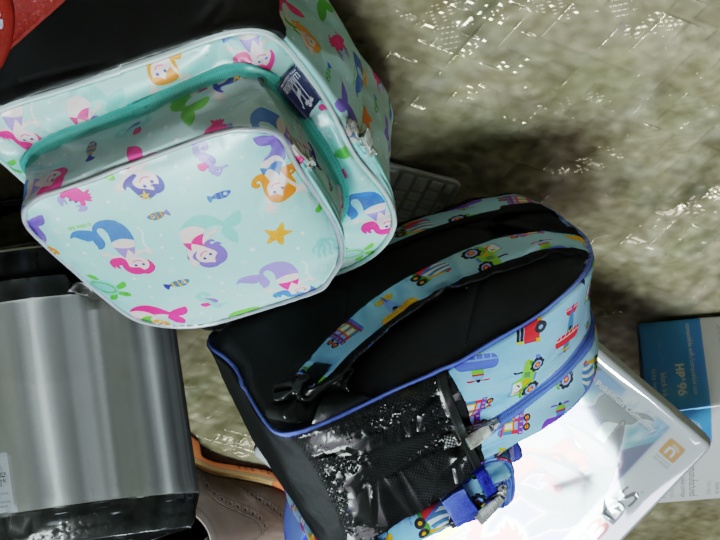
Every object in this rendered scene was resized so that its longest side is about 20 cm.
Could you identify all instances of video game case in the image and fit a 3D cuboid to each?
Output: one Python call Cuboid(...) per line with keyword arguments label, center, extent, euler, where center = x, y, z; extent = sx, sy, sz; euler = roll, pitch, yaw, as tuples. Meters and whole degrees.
Cuboid(label="video game case", center=(0.070, 0.102, 1.342), extent=(0.200, 0.023, 0.182), euler=(40, 103, -7))

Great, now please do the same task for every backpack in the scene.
Cuboid(label="backpack", center=(0.037, 0.050, 1.233), extent=(0.200, 0.183, 0.135), euler=(-27, 115, -9))
Cuboid(label="backpack", center=(-0.074, -0.059, 1.156), extent=(0.177, 0.151, 0.200), euler=(-17, 147, 19))

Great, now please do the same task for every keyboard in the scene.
Cuboid(label="keyboard", center=(0.000, 0.000, 1.348), extent=(0.056, 0.011, 0.200), euler=(9, 143, -15))

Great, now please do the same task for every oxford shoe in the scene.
Cuboid(label="oxford shoe", center=(-0.098, 0.167, 1.525), extent=(0.200, 0.073, 0.071), euler=(28, 135, -35))

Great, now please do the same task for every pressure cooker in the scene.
Cuboid(label="pressure cooker", center=(-0.182, 0.059, 1.277), extent=(0.176, 0.200, 0.179), euler=(-7, 172, -22))

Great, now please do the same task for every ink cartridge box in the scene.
Cuboid(label="ink cartridge box", center=(0.274, 0.081, 1.421), extent=(0.200, 0.068, 0.116), euler=(-6, 145, 6))

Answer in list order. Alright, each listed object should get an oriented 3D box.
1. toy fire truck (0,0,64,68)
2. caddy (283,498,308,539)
Cuboid(label="toy fire truck", center=(-0.187, -0.177, 0.975), extent=(0.112, 0.168, 0.200), euler=(19, 147, 47))
Cuboid(label="caddy", center=(0.049, 0.146, 1.444), extent=(0.200, 0.142, 0.105), euler=(-18, 144, 21))
